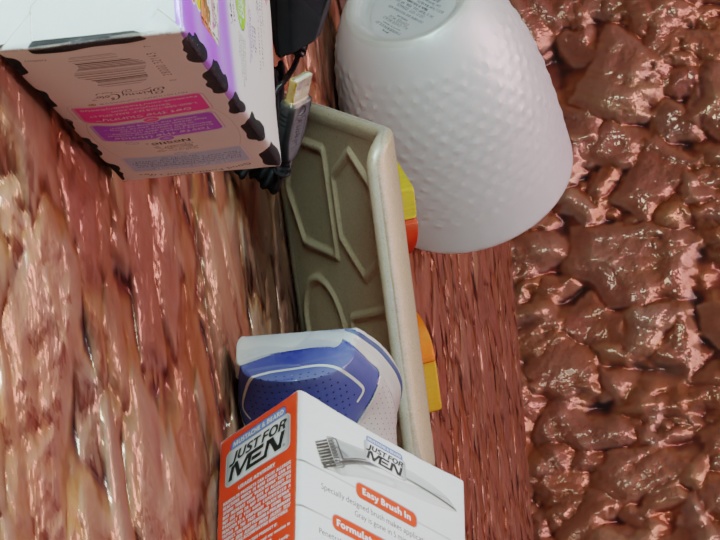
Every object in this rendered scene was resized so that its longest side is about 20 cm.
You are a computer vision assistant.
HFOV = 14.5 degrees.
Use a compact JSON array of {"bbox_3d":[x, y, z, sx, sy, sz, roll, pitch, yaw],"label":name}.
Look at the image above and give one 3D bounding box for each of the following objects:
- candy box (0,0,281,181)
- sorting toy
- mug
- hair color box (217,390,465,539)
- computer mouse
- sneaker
[{"bbox_3d":[-0.085,-0.139,1.081,0.200,0.071,0.168,54,30,-75],"label":"candy box"},{"bbox_3d":[0.000,0.000,1.556,0.200,0.036,0.186,-148,-131,-69],"label":"sorting toy"},{"bbox_3d":[0.043,-0.137,1.949,0.200,0.147,0.176,49,-13,44],"label":"mug"},{"bbox_3d":[-0.009,0.168,1.289,0.111,0.064,0.201,31,43,-32],"label":"hair color box"},{"bbox_3d":[-0.037,-0.140,1.446,0.141,0.046,0.201,-90,-163,-58],"label":"computer mouse"},{"bbox_3d":[-0.012,0.126,1.427,0.200,0.080,0.115,78,7,-50],"label":"sneaker"}]
